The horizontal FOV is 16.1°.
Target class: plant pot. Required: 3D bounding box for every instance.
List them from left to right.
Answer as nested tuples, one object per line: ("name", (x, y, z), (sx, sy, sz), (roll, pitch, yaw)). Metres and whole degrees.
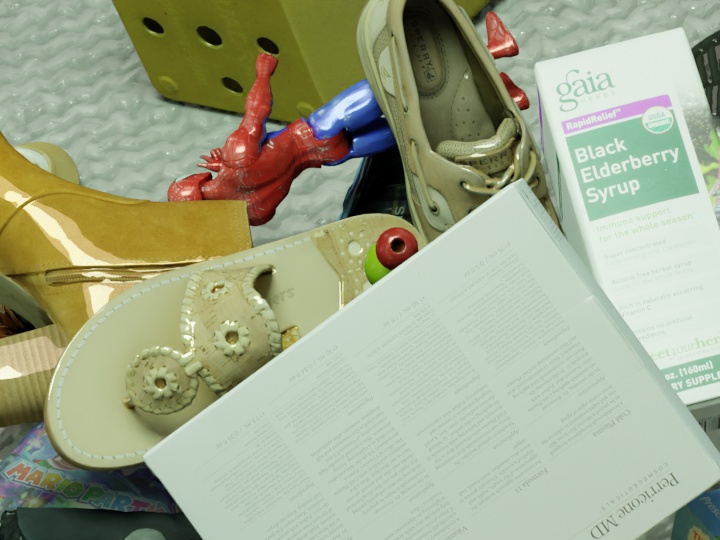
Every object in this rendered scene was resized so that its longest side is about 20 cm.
("plant pot", (-0.051, -0.202, 1.531), (0.199, 0.201, 0.177), (13, 56, 30))

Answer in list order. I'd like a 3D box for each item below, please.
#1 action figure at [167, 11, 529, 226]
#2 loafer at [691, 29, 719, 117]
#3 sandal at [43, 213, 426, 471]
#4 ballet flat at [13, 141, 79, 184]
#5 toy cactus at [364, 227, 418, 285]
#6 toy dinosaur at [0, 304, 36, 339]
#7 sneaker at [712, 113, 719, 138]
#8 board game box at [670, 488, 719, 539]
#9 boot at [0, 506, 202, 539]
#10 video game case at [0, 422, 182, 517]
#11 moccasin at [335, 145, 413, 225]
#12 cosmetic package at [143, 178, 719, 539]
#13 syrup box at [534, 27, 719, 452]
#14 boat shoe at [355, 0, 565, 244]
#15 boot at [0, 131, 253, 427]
("action figure", (-0.020, -0.087, 1.364), (0.199, 0.066, 0.099), (-25, 40, -12))
("loafer", (0.265, -0.101, 1.404), (0.199, 0.071, 0.073), (-12, 57, 24))
("sandal", (-0.047, 0.020, 1.165), (0.211, 0.078, 0.070), (-26, -4, -29))
("ballet flat", (-0.207, -0.028, 1.446), (0.068, 0.063, 0.201), (-3, 38, 12))
("toy cactus", (0.056, 0.069, 1.183), (0.102, 0.200, 0.165), (-42, 5, -14))
("toy dinosaur", (-0.149, 0.034, 1.337), (0.135, 0.102, 0.201), (-4, 43, 29))
("sneaker", (0.181, -0.030, 1.322), (0.199, 0.074, 0.089), (12, 42, 30))
("board game box", (0.256, 0.132, 1.084), (0.199, 0.037, 0.151), (-10, 34, -24))
("boot", (-0.086, 0.114, 1.187), (0.167, 0.077, 0.201), (0, 47, -5))
("video game case", (-0.149, 0.147, 1.241), (0.142, 0.018, 0.200), (12, 44, 31))
("moccasin", (0.000, 0.000, 1.343), (0.080, 0.069, 0.201), (-7, 37, 8))
("cosmetic package", (0.032, 0.080, 1.080), (0.199, 0.151, 0.052), (-36, -2, 10))
("syrup box", (0.146, -0.010, 1.238), (0.078, 0.082, 0.201), (-14, 64, 0))
("boat shoe", (0.057, -0.053, 1.296), (0.071, 0.201, 0.064), (-29, 6, -11))
("boot", (-0.127, -0.020, 1.254), (0.143, 0.071, 0.202), (-14, 62, -5))
